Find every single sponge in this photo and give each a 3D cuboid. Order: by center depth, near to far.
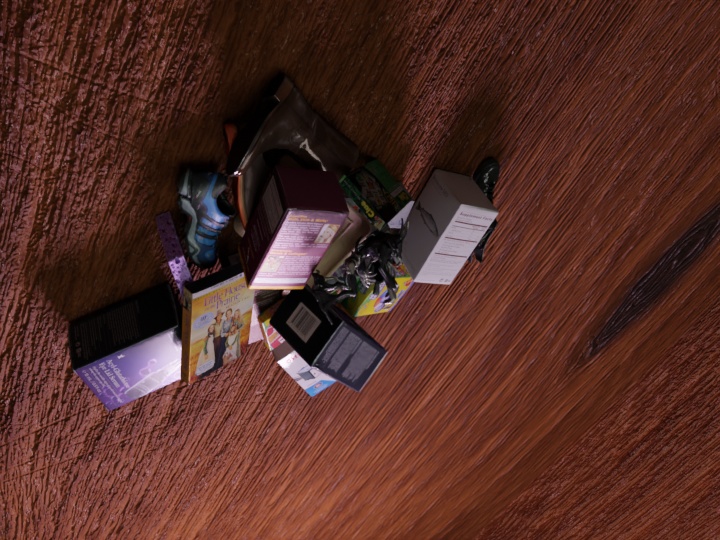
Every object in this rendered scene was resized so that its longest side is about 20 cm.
[{"bbox_3d":[-0.308,0.011,1.077,0.029,0.113,0.203,-20,140,-14],"label":"sponge"}]

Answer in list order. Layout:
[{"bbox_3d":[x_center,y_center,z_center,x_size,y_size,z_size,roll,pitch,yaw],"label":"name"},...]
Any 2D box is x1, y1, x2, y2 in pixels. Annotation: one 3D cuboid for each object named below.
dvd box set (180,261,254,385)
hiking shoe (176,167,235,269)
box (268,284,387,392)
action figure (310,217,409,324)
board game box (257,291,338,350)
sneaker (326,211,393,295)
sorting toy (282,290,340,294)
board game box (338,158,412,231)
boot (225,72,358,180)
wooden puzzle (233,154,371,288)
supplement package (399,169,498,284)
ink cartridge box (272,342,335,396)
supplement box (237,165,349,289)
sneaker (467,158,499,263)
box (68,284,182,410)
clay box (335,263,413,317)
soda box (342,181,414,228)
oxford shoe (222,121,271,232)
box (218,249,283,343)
[{"bbox_3d":[-0.252,0.091,1.098,0.145,0.029,0.205,-27,139,-46],"label":"dvd box set"},{"bbox_3d":[-0.251,-0.078,1.034,0.083,0.076,0.204,0,137,-3],"label":"hiking shoe"},{"bbox_3d":[-0.060,0.132,1.206,0.105,0.147,0.200,-51,145,-1],"label":"box"},{"bbox_3d":[0.012,0.001,1.028,0.197,0.119,0.104,-35,115,-4],"label":"action figure"},{"bbox_3d":[-0.116,0.071,1.245,0.198,0.030,0.097,-38,147,-24],"label":"board game box"},{"bbox_3d":[0.000,0.000,1.146,0.076,0.142,0.202,6,133,-37],"label":"sneaker"},{"bbox_3d":[-0.059,-0.020,1.277,0.180,0.037,0.202,4,134,-36],"label":"sorting toy"},{"bbox_3d":[0.030,-0.136,1.066,0.023,0.105,0.200,-43,-179,24],"label":"board game box"},{"bbox_3d":[-0.098,-0.175,0.980,0.199,0.063,0.190,40,74,-38],"label":"boot"},{"bbox_3d":[-0.103,-0.085,1.097,0.198,0.047,0.185,38,121,-15],"label":"wooden puzzle"},{"bbox_3d":[0.172,-0.087,1.285,0.114,0.118,0.203,5,129,-36],"label":"supplement package"},{"bbox_3d":[-0.106,0.184,1.416,0.144,0.087,0.201,-32,143,1],"label":"ink cartridge box"},{"bbox_3d":[-0.112,-0.062,0.989,0.107,0.088,0.201,0,143,-33],"label":"supplement box"},{"bbox_3d":[0.263,-0.125,1.315,0.058,0.106,0.203,-1,133,-31],"label":"sneaker"},{"bbox_3d":[-0.411,0.143,1.144,0.195,0.106,0.150,-23,140,-9],"label":"box"},{"bbox_3d":[0.038,0.042,1.343,0.116,0.048,0.198,-52,157,23],"label":"clay box"},{"bbox_3d":[0.003,-0.128,1.173,0.194,0.064,0.069,-2,134,-31],"label":"soda box"},{"bbox_3d":[-0.176,-0.144,1.014,0.070,0.072,0.205,-14,129,-17],"label":"oxford shoe"},{"bbox_3d":[-0.206,0.046,1.215,0.097,0.076,0.204,-19,138,-15],"label":"box"}]
